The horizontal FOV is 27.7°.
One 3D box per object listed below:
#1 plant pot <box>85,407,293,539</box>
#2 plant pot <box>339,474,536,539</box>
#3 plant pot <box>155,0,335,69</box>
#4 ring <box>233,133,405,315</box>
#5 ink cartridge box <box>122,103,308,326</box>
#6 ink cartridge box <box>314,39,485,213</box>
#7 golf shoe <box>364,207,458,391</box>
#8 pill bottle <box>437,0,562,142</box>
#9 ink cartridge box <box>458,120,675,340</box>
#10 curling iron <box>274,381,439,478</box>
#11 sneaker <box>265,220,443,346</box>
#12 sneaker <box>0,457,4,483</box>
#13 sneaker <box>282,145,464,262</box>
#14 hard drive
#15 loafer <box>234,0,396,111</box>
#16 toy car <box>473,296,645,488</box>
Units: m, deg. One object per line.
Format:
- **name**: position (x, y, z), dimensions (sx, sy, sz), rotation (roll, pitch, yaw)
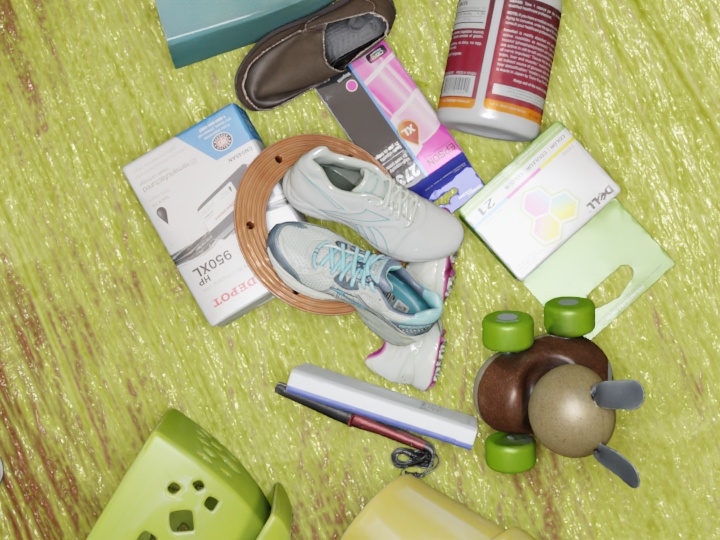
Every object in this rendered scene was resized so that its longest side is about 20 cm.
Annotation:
- **plant pot**: position (-0.183, 0.281, 1.540), dimensions (0.181, 0.200, 0.200), rotation (31, 91, -4)
- **plant pot**: position (0.078, 0.323, 1.527), dimensions (0.189, 0.201, 0.201), rotation (38, 92, 19)
- **plant pot**: position (-0.126, -0.320, 1.574), dimensions (0.199, 0.141, 0.142), rotation (-15, 88, -5)
- **ring**: position (-0.041, -0.048, 1.547), dimensions (0.199, 0.019, 0.201), rotation (6, 72, -20)
- **ink cartridge box**: position (-0.144, -0.058, 1.592), dimensions (0.144, 0.084, 0.201), rotation (-30, 88, 3)
- **ink cartridge box**: position (0.044, -0.146, 1.607), dimensions (0.095, 0.037, 0.200), rotation (-35, 89, 3)
- **golf shoe**: position (0.056, 0.027, 1.584), dimensions (0.091, 0.075, 0.201), rotation (9, 89, 8)
- **pill bottle**: position (0.153, -0.245, 1.558), dimensions (0.112, 0.113, 0.201), rotation (11, 89, 4)
- **ink cartridge box**: position (0.224, -0.037, 1.570), dimensions (0.148, 0.076, 0.200), rotation (-42, 85, 3)
- **curling iron**: position (-0.006, 0.173, 1.608), dimensions (0.199, 0.026, 0.050), rotation (28, 88, 4)
- **sneaker**: position (0.000, 0.000, 1.491), dimensions (0.199, 0.086, 0.078), rotation (29, 65, -14)
- **sneaker**: position (-0.479, 0.173, 1.609), dimensions (0.070, 0.093, 0.200), rotation (-43, 87, 2)
- **sneaker**: position (0.019, -0.067, 1.512), dimensions (0.199, 0.080, 0.071), rotation (21, 65, -9)
- **hard drive**: position (0.026, 0.143, 1.553), dimensions (0.199, 0.132, 0.025), rotation (17, 91, 4)
- **loafer**: position (-0.050, -0.237, 1.575), dimensions (0.200, 0.071, 0.073), rotation (-34, 113, 8)
- **toy car**: position (0.224, 0.135, 1.477), dimensions (0.157, 0.200, 0.165), rotation (-12, 108, -27)
